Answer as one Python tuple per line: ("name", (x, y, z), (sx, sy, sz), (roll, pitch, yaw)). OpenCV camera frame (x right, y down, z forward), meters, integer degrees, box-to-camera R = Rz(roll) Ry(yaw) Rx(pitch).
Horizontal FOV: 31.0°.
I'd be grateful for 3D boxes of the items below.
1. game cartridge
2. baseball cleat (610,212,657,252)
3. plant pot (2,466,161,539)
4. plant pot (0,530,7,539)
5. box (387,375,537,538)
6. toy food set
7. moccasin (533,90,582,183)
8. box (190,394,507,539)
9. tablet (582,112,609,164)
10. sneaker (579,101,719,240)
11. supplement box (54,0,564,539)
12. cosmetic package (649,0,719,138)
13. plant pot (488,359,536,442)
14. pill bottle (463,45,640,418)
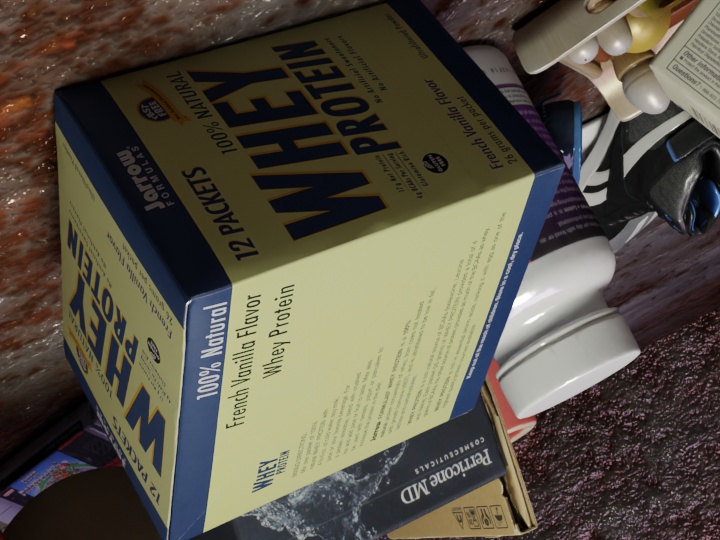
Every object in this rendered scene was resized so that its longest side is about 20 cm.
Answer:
("game cartridge", (-0.223, 0.174, 1.108), (0.199, 0.039, 0.129), (-36, 135, 28))
("baseball cleat", (0.259, -0.084, 1.190), (0.199, 0.070, 0.107), (-34, 162, -18))
("plant pot", (-0.161, 0.252, 0.868), (0.185, 0.190, 0.200), (-25, -166, -9))
("plant pot", (-0.324, 0.180, 0.763), (0.198, 0.178, 0.200), (-17, 163, -32))
("box", (0.045, 0.115, 0.951), (0.021, 0.166, 0.200), (-17, 176, -27))
("toy food set", (0.191, -0.151, 0.807), (0.143, 0.061, 0.199), (-33, 165, 22))
("moccasin", (0.114, -0.066, 0.914), (0.067, 0.082, 0.200), (6, 166, 0))
("box", (-0.037, 0.075, 0.841), (0.195, 0.203, 0.117), (-20, -179, -29))
("tablet", (0.185, -0.097, 1.085), (0.198, 0.014, 0.130), (-26, 166, -7))
("sneaker", (0.229, -0.055, 1.031), (0.072, 0.113, 0.201), (-23, 152, -19))
("supplement box", (-0.035, 0.000, 0.656), (0.198, 0.135, 0.201), (-21, 146, -26))
("cosmetic package", (0.264, -0.155, 0.716), (0.201, 0.105, 0.071), (-50, 160, 9))
("plant pot", (0.056, 0.090, 1.160), (0.198, 0.179, 0.201), (-26, 167, -7))
("pill bottle", (0.082, -0.021, 0.771), (0.110, 0.202, 0.112), (-25, 166, -7))
